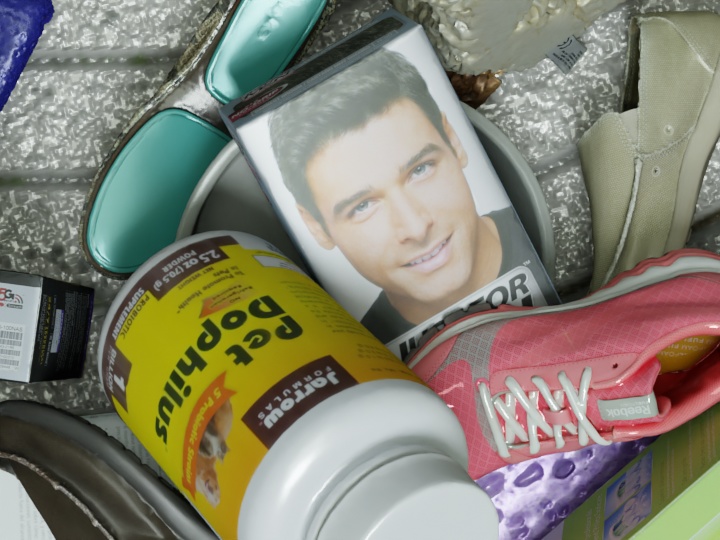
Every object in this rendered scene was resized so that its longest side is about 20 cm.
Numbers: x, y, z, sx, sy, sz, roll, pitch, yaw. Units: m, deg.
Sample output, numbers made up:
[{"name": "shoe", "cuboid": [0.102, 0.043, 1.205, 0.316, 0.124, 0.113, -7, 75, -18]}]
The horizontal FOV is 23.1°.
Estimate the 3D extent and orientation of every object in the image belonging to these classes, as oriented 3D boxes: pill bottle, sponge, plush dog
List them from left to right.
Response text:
[{"name": "pill bottle", "cuboid": [-0.028, 0.071, 0.765, 0.109, 0.109, 0.200, -48, 45, -2]}, {"name": "plush dog", "cuboid": [0.046, -0.187, 0.903, 0.199, 0.161, 0.172, -18, 71, -36]}, {"name": "sponge", "cuboid": [0.123, 0.160, 0.912, 0.111, 0.030, 0.201, -18, 98, 0]}]

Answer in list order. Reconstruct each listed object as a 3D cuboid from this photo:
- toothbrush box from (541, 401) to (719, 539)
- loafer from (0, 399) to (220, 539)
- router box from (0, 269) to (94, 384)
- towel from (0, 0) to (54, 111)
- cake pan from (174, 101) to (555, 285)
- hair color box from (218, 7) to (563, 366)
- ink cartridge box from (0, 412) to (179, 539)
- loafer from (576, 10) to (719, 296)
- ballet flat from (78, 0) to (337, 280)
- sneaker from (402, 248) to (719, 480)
[{"name": "toothbrush box", "cuboid": [0.185, 0.147, 0.829, 0.145, 0.086, 0.200, 41, 110, -7]}, {"name": "loafer", "cuboid": [-0.102, 0.133, 0.806, 0.200, 0.073, 0.071, 36, 75, 10]}, {"name": "router box", "cuboid": [-0.242, 0.017, 0.870, 0.199, 0.157, 0.053, 8, 87, 0]}, {"name": "towel", "cuboid": [-0.276, -0.126, 0.935, 0.199, 0.050, 0.148, 29, 95, 1]}, {"name": "cake pan", "cuboid": [0.000, 0.000, 0.900, 0.199, 0.037, 0.202, -3, 106, -12]}, {"name": "hair color box", "cuboid": [0.024, -0.012, 0.850, 0.099, 0.061, 0.201, -30, 109, -3]}, {"name": "ink cartridge box", "cuboid": [-0.102, 0.169, 0.857, 0.172, 0.044, 0.201, -5, 74, -3]}, {"name": "loafer", "cuboid": [0.142, -0.047, 0.919, 0.068, 0.076, 0.201, 21, 78, 2]}, {"name": "ballet flat", "cuboid": [-0.078, -0.085, 0.917, 0.068, 0.075, 0.201, 32, 94, -15]}, {"name": "sneaker", "cuboid": [0.098, 0.049, 0.806, 0.199, 0.087, 0.074, -23, 110, -5]}]
